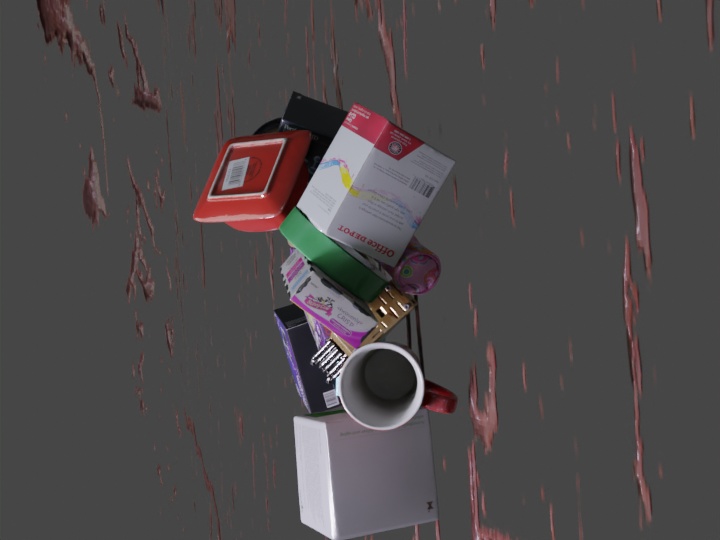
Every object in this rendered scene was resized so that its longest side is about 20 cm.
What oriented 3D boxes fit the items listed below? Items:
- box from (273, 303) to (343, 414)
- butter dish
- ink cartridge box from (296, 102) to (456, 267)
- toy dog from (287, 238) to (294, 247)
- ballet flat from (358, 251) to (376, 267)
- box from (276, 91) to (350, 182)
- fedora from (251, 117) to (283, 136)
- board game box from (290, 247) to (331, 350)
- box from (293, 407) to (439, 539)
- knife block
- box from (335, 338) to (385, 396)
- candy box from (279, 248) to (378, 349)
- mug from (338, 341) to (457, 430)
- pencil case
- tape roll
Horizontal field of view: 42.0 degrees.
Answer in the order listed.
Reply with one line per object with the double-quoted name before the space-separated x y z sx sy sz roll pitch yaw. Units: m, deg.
"box" -0.109 0.180 1.955 0.141 0.079 0.200 -133 27 -70
"butter dish" -0.171 -0.140 1.701 0.148 0.199 0.200 54 -136 -47
"ink cartridge box" 0.021 -0.136 1.492 0.200 0.145 0.145 -60 31 7
"toy dog" -0.047 -0.069 1.701 0.200 0.132 0.096 -56 41 49
"ballet flat" 0.000 0.000 1.750 0.071 0.065 0.200 56 180 2
"box" -0.096 -0.215 1.797 0.107 0.148 0.200 -77 8 -49
"fedora" -0.166 -0.228 2.014 0.092 0.201 0.201 28 123 34
"board game box" -0.092 0.064 1.793 0.120 0.032 0.200 104 147 -60
"box" 0.006 0.340 1.622 0.171 0.199 0.200 172 94 -68
"knife block" 0.001 0.114 1.667 0.064 0.200 0.176 48 169 7
"box" 0.001 0.139 1.740 0.049 0.082 0.200 -42 -44 -66
"candy box" -0.055 0.039 1.512 0.061 0.136 0.200 -50 16 4
"mug" 0.056 0.192 1.525 0.178 0.133 0.200 45 -176 4
"pencil case" 0.059 -0.032 1.583 0.200 0.087 0.087 -134 45 -55
"tape roll" -0.044 -0.027 1.554 0.048 0.200 0.200 -52 32 5
